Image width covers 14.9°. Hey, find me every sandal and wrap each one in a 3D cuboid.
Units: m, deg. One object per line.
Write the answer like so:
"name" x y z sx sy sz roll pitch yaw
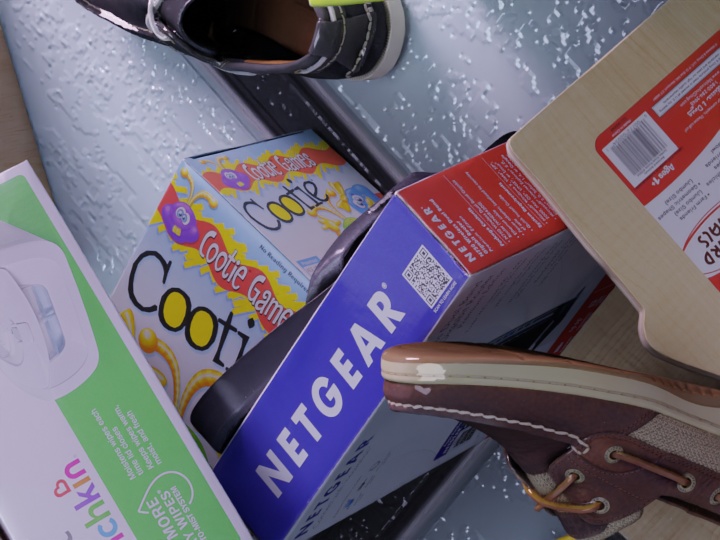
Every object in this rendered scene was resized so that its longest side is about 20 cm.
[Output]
"sandal" 0.000 0.000 1.217 0.200 0.076 0.043 -39 75 -9

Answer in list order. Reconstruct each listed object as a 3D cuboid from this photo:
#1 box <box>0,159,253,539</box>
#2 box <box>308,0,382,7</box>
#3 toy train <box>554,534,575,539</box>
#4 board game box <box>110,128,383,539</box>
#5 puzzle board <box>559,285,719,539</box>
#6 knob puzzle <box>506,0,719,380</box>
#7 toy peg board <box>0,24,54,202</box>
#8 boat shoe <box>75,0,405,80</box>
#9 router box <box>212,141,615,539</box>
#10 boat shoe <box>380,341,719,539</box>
"box" -0.137 0.078 1.231 0.200 0.096 0.177 58 169 13
"box" 0.088 -0.150 1.187 0.199 0.122 0.048 -2 99 37
"toy train" 0.131 0.201 1.245 0.199 0.056 0.151 20 101 26
"board game box" -0.063 0.045 1.353 0.103 0.105 0.200 43 122 21
"puzzle board" 0.176 0.037 1.174 0.151 0.017 0.200 40 92 29
"knob puzzle" 0.187 -0.031 1.132 0.030 0.219 0.220 130 117 -77
"toy peg board" -0.255 -0.070 1.398 0.097 0.200 0.200 -17 90 20
"boat shoe" -0.075 -0.136 1.347 0.199 0.068 0.072 18 112 34
"router box" 0.044 0.021 1.203 0.049 0.179 0.200 48 133 16
"boat shoe" 0.097 0.075 1.099 0.072 0.199 0.072 10 87 64
